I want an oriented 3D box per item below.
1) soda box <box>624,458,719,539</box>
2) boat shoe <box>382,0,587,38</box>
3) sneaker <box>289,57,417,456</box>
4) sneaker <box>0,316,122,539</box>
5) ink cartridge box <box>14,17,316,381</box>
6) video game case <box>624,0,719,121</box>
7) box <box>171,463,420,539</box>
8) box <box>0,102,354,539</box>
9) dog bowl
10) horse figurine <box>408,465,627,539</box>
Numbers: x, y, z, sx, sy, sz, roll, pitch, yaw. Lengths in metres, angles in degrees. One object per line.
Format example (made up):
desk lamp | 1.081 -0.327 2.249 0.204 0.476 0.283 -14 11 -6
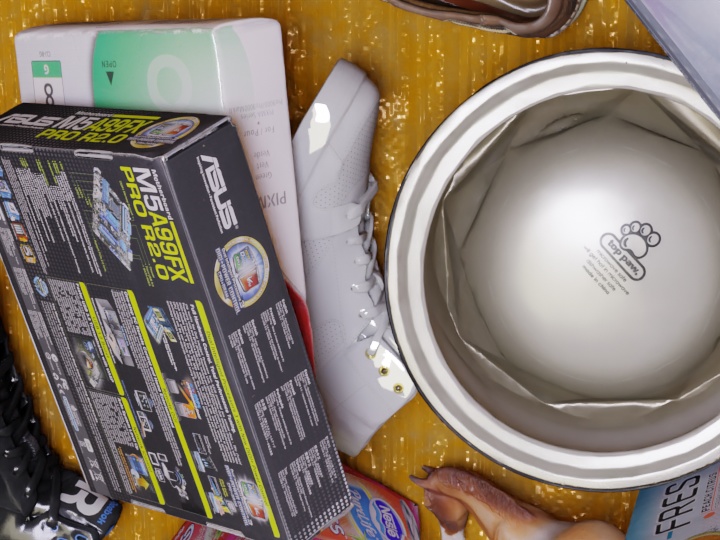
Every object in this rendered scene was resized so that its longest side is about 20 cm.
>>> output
soda box | 0.163 0.124 0.875 0.068 0.200 0.064 -24 100 22
boat shoe | 0.007 -0.160 0.889 0.201 0.075 0.075 19 113 9
sneaker | 0.000 0.000 0.955 0.115 0.074 0.201 25 123 4
sneaker | -0.178 0.096 1.043 0.111 0.073 0.201 14 120 8
ink cartridge box | -0.095 -0.019 0.934 0.160 0.050 0.201 6 103 46
video game case | 0.178 -0.145 0.818 0.143 0.019 0.200 -41 65 17
box | -0.062 0.192 1.011 0.099 0.096 0.200 30 116 -18
box | -0.096 0.024 0.910 0.160 0.044 0.201 7 122 45
dog bowl | 0.112 -0.004 0.898 0.199 0.074 0.201 1 101 6
horse figurine | 0.105 0.161 0.943 0.050 0.200 0.133 -27 105 -18
